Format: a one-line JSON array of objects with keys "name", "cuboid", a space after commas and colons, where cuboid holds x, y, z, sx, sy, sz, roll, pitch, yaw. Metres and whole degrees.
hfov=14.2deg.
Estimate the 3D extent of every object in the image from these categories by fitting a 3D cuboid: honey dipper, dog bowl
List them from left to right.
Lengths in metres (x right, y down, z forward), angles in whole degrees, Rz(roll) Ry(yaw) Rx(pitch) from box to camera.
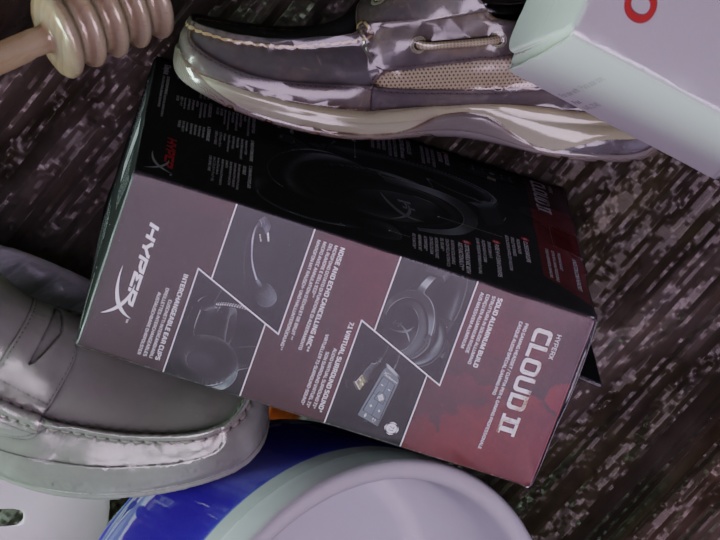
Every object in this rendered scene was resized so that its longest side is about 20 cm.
[{"name": "honey dipper", "cuboid": [-0.164, -0.068, 1.098, 0.199, 0.038, 0.038, -26, 114, -22]}, {"name": "dog bowl", "cuboid": [-0.021, 0.162, 1.130, 0.199, 0.079, 0.201, -11, 108, -38]}]

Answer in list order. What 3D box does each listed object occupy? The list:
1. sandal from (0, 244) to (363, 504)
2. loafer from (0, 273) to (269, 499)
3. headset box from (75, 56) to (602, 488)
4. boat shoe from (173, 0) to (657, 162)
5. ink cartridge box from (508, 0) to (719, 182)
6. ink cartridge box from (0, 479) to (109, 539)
[{"name": "sandal", "cuboid": [-0.090, 0.046, 1.184, 0.206, 0.059, 0.079, 31, 90, -10]}, {"name": "loafer", "cuboid": [-0.133, 0.039, 1.095, 0.199, 0.070, 0.070, 6, 131, 9]}, {"name": "headset box", "cuboid": [0.000, 0.000, 1.115, 0.199, 0.149, 0.078, 18, 109, -8]}, {"name": "boat shoe", "cuboid": [0.027, -0.090, 1.127, 0.199, 0.075, 0.074, 5, 103, -11]}, {"name": "ink cartridge box", "cuboid": [0.178, -0.100, 1.081, 0.199, 0.086, 0.147, 26, 81, -12]}, {"name": "ink cartridge box", "cuboid": [-0.153, 0.184, 1.162, 0.115, 0.068, 0.201, -3, 119, -16]}]
